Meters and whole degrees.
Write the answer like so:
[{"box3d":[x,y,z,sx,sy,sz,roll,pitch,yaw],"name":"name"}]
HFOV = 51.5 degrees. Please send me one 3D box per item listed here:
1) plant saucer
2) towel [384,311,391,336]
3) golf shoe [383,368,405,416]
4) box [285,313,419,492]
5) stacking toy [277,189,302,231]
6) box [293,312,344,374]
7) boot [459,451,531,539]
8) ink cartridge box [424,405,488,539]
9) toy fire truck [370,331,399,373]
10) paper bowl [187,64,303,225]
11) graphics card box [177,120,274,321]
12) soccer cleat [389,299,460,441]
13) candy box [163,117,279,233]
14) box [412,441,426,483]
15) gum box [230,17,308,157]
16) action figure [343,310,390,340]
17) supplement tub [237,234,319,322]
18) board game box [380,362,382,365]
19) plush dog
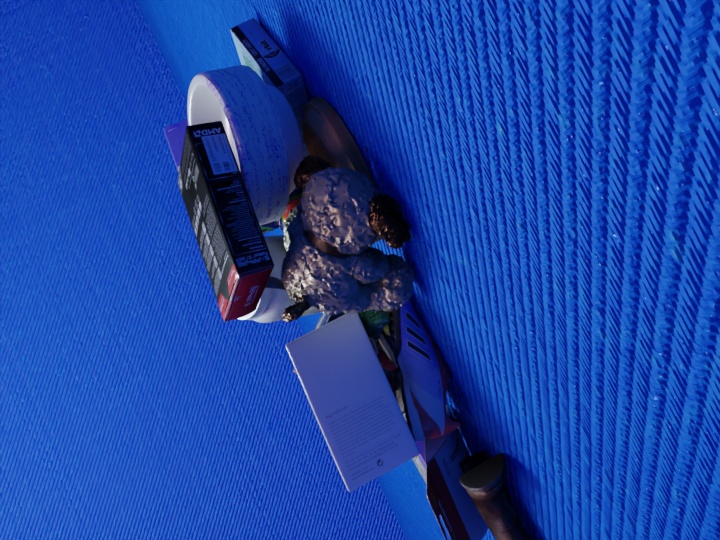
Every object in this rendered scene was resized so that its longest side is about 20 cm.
[{"box3d":[-0.028,-0.127,0.982,0.203,0.032,0.201,60,169,19],"name":"plant saucer"},{"box3d":[0.000,0.000,1.188,0.201,0.022,0.145,55,168,41],"name":"towel"},{"box3d":[0.076,0.225,1.170,0.202,0.089,0.074,85,-169,-55],"name":"golf shoe"},{"box3d":[-0.014,0.176,1.015,0.152,0.104,0.204,108,138,-79],"name":"box"},{"box3d":[-0.096,-0.086,1.193,0.087,0.084,0.200,63,179,-9],"name":"stacking toy"},{"box3d":[-0.056,0.099,1.243,0.032,0.123,0.200,28,154,-3],"name":"box"},{"box3d":[0.194,0.336,0.939,0.186,0.063,0.204,42,-158,-82],"name":"boot"},{"box3d":[0.135,0.307,1.028,0.201,0.049,0.164,-82,-30,-71],"name":"ink cartridge box"},{"box3d":[0.024,0.113,1.277,0.203,0.048,0.141,62,169,12],"name":"toy fire truck"},{"box3d":[-0.145,-0.162,0.975,0.200,0.102,0.205,40,139,46],"name":"paper bowl"},{"box3d":[-0.167,-0.059,0.899,0.204,0.050,0.126,66,154,19],"name":"graphics card box"},{"box3d":[0.082,0.122,0.999,0.068,0.071,0.206,-7,-93,-88],"name":"soccer cleat"},{"box3d":[-0.210,-0.139,1.162,0.200,0.075,0.173,-8,-101,-79],"name":"candy box"},{"box3d":[0.117,0.335,1.397,0.203,0.038,0.137,60,170,19],"name":"box"},{"box3d":[-0.116,-0.239,1.101,0.171,0.044,0.202,54,165,38],"name":"gum box"},{"box3d":[0.004,0.046,1.062,0.200,0.054,0.121,-131,18,-70],"name":"action figure"},{"box3d":[-0.137,0.012,1.314,0.142,0.197,0.150,6,98,41],"name":"supplement tub"},{"box3d":[-0.026,0.170,1.252,0.200,0.100,0.020,128,136,-79],"name":"board game box"},{"box3d":[-0.032,-0.040,0.876,0.197,0.160,0.175,31,126,21],"name":"plush dog"}]
